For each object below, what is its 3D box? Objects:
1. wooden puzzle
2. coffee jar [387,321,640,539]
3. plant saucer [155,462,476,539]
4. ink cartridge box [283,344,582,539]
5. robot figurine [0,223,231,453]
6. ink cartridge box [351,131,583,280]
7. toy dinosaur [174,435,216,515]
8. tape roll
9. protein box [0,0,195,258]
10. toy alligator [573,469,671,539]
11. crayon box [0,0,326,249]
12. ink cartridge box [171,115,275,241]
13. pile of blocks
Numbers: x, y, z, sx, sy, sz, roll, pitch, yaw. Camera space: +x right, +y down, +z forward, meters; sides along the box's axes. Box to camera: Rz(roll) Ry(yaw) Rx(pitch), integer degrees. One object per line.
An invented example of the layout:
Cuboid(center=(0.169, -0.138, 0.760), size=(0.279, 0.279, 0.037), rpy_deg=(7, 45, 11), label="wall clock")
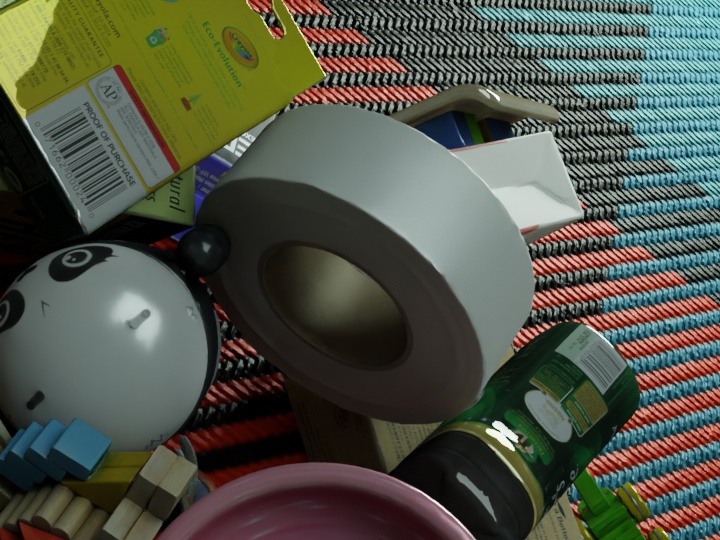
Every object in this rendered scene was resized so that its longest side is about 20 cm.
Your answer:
Cuboid(center=(0.028, -0.075, 1.066), size=(0.185, 0.200, 0.046), rpy_deg=(-7, 80, -69), label="wooden puzzle")
Cuboid(center=(0.092, 0.116, 0.966), size=(0.085, 0.104, 0.200), rpy_deg=(49, 42, 4), label="coffee jar")
Cuboid(center=(-0.021, 0.197, 0.750), size=(0.200, 0.051, 0.201), rpy_deg=(0, 73, 2), label="plant saucer")
Cuboid(center=(0.054, 0.141, 1.049), size=(0.165, 0.075, 0.200), rpy_deg=(4, 57, -41), label="ink cartridge box")
Cuboid(center=(-0.144, 0.042, 0.875), size=(0.125, 0.200, 0.151), rpy_deg=(7, 91, -2), label="robot figurine")
Cuboid(center=(0.038, -0.022, 1.056), size=(0.116, 0.200, 0.068), rpy_deg=(-14, 79, -46), label="ink cartridge box")
Cuboid(center=(-0.129, 0.192, 0.882), size=(0.181, 0.105, 0.200), rpy_deg=(-40, 124, -59), label="toy dinosaur")
Cuboid(center=(0.000, 0.000, 0.922), size=(0.202, 0.202, 0.071), rpy_deg=(42, 56, -9), label="tape roll")
Cuboid(center=(-0.216, -0.122, 0.924), size=(0.200, 0.135, 0.199), rpy_deg=(10, 73, -36), label="protein box")
Cuboid(center=(0.211, 0.225, 1.144), size=(0.200, 0.059, 0.054), rpy_deg=(56, 1, 7), label="toy alligator")
Cuboid(center=(-0.125, -0.115, 0.873), size=(0.200, 0.051, 0.127), rpy_deg=(-37, 103, -36), label="crayon box")
Cuboid(center=(-0.154, -0.131, 1.094), size=(0.198, 0.043, 0.200), rpy_deg=(29, 47, -22), label="ink cartridge box")
Cuboid(center=(-0.179, 0.119, 0.784), size=(0.082, 0.200, 0.062), rpy_deg=(62, 36, -25), label="pile of blocks")
